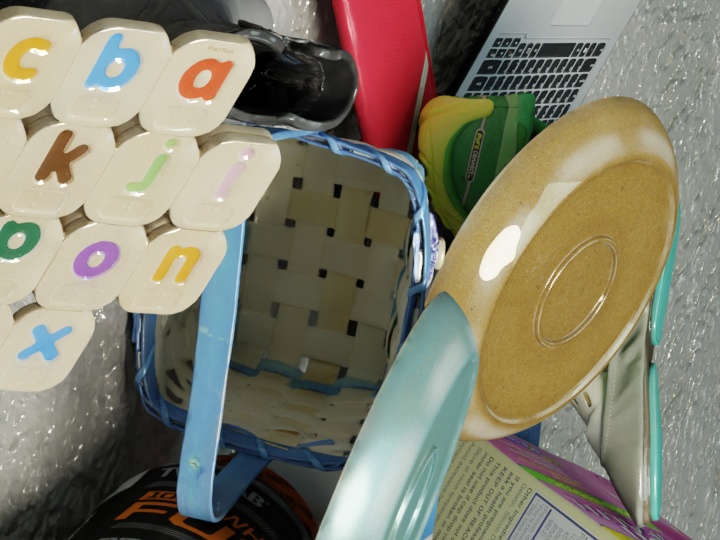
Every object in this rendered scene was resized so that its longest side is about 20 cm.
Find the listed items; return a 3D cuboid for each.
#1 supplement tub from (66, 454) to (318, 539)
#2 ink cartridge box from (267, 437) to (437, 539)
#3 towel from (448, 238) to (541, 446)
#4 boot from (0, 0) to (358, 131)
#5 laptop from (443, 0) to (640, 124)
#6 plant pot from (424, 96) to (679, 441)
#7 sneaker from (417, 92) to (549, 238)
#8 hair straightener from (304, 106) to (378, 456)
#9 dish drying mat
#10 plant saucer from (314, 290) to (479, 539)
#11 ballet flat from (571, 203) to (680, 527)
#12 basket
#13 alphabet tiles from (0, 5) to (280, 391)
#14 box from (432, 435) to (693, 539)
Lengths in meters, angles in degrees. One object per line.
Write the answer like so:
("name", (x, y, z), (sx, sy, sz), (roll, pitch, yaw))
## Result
("supplement tub", (-0.091, 0.165, 1.259), (0.200, 0.122, 0.123), (-50, 148, -66))
("ink cartridge box", (-0.035, 0.196, 1.462), (0.146, 0.086, 0.201), (-21, 122, -59))
("towel", (0.083, 0.068, 1.670), (0.112, 0.048, 0.200), (-30, 131, -57))
("boot", (-0.056, -0.088, 1.194), (0.200, 0.131, 0.070), (-16, 117, -62))
("laptop", (0.129, -0.069, 1.590), (0.200, 0.116, 0.187), (-60, 159, 19))
("plant pot", (0.102, 0.006, 1.400), (0.200, 0.027, 0.200), (-35, 143, -31))
("sneaker", (0.101, -0.022, 1.454), (0.200, 0.083, 0.074), (49, 37, -45))
("hair straightener", (0.000, 0.000, 1.420), (0.077, 0.041, 0.201), (50, 43, -65))
("dish drying mat", (0.009, -0.140, 1.393), (0.077, 0.018, 0.200), (-48, 136, -48))
("plant saucer", (0.013, 0.107, 1.261), (0.200, 0.027, 0.201), (21, 90, -81))
("ballet flat", (0.145, 0.047, 1.562), (0.067, 0.064, 0.201), (59, 35, -72))
("basket", (-0.039, 0.008, 1.277), (0.200, 0.139, 0.177), (-33, 134, -67))
("alphabet tiles", (-0.131, -0.025, 1.074), (0.200, 0.015, 0.196), (4, 133, -37))
("box", (0.128, 0.180, 1.575), (0.176, 0.200, 0.097), (26, 97, -40))
